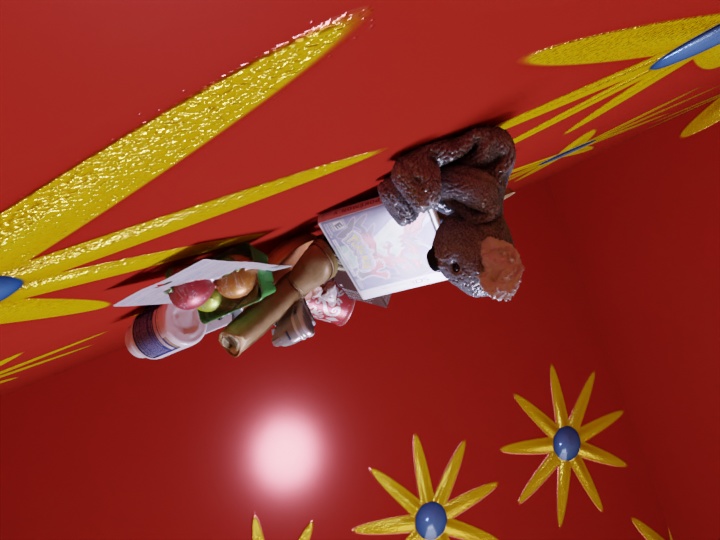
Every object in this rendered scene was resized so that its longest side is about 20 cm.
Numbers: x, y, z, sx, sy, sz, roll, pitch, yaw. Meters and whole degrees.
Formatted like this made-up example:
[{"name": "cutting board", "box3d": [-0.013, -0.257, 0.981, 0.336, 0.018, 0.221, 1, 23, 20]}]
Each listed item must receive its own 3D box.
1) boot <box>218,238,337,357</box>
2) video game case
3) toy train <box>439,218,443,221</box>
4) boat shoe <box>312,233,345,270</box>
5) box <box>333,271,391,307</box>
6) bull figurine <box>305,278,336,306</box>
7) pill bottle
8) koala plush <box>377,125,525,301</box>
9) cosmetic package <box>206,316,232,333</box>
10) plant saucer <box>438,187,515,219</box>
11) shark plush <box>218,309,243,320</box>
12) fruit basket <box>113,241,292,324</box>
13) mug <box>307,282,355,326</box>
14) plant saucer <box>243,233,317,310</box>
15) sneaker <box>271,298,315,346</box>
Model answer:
[{"name": "boot", "box3d": [-0.135, 0.050, 0.911, 0.199, 0.066, 0.175, -42, 176, -30]}, {"name": "video game case", "box3d": [0.049, -0.037, 0.890, 0.176, 0.202, 0.024, -14, -135, 17]}, {"name": "toy train", "box3d": [0.078, -0.099, 0.971, 0.110, 0.090, 0.199, -15, -178, 19]}, {"name": "boat shoe", "box3d": [0.012, -0.029, 0.975, 0.194, 0.078, 0.075, 3, 161, -17]}, {"name": "box", "box3d": [0.000, 0.000, 1.124, 0.097, 0.077, 0.201, 13, 159, 23]}, {"name": "bull figurine", "box3d": [-0.144, 0.034, 1.167, 0.196, 0.067, 0.121, 25, 133, -28]}, {"name": "pill bottle", "box3d": [-0.428, 0.127, 1.197, 0.196, 0.115, 0.110, -22, 179, 38]}, {"name": "koala plush", "box3d": [0.140, -0.060, 0.711, 0.178, 0.207, 0.177, -21, 179, -6]}, {"name": "cosmetic package", "box3d": [-0.325, 0.079, 1.296, 0.194, 0.105, 0.074, -20, 180, -6]}, {"name": "plant saucer", "box3d": [0.218, -0.129, 1.130, 0.195, 0.036, 0.200, -26, 178, -1]}, {"name": "shark plush", "box3d": [-0.258, 0.073, 1.124, 0.081, 0.092, 0.203, -17, 145, -34]}, {"name": "fruit basket", "box3d": [-0.222, 0.012, 0.801, 0.181, 0.097, 0.198, -22, 164, 26]}, {"name": "mug", "box3d": [-0.128, 0.034, 1.340, 0.194, 0.180, 0.136, 13, 124, -27]}, {"name": "plant saucer", "box3d": [-0.147, 0.009, 1.022, 0.200, 0.037, 0.201, -47, 166, -15]}, {"name": "sneaker", "box3d": [-0.133, 0.090, 1.033, 0.080, 0.077, 0.200, -26, -175, -2]}]
